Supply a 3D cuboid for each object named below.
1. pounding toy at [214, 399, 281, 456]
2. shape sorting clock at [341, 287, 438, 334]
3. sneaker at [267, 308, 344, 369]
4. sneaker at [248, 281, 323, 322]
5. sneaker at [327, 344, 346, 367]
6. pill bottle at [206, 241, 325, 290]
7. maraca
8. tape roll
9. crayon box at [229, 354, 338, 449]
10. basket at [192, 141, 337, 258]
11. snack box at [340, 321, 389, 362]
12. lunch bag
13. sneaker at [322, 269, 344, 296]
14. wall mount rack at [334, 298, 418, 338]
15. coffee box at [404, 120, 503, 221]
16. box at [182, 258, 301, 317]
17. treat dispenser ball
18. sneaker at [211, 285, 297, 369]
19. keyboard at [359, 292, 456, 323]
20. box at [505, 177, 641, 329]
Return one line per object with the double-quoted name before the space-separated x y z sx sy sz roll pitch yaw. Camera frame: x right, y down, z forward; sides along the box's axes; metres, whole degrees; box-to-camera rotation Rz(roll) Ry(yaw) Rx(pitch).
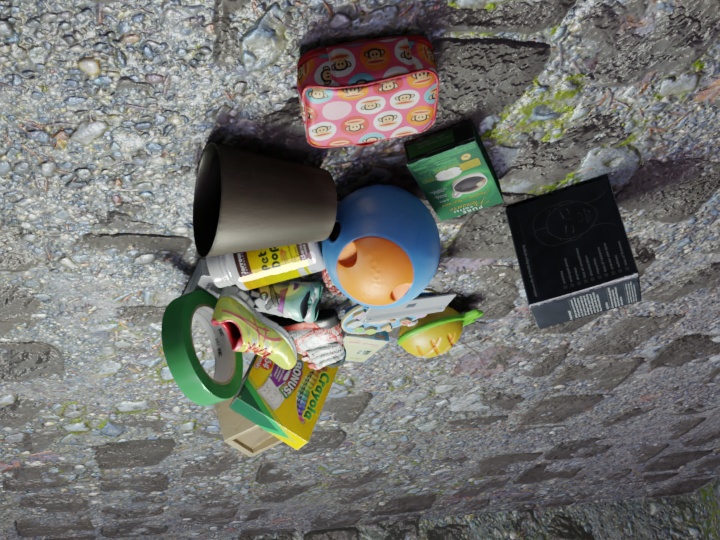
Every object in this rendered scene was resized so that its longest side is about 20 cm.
"pounding toy" -0.271 0.340 2.222 0.197 0.144 0.184 -25 150 7
"shape sorting clock" 0.058 0.081 1.771 0.195 0.040 0.201 -13 155 -6
"sneaker" -0.127 0.144 1.802 0.197 0.067 0.110 -9 111 15
"sneaker" -0.148 0.043 1.689 0.137 0.080 0.200 13 177 9
"sneaker" -0.119 0.133 1.882 0.196 0.075 0.082 17 161 1
"pill bottle" -0.160 -0.032 1.583 0.196 0.111 0.110 -15 151 9
"maraca" 0.169 0.122 1.968 0.196 0.109 0.137 -15 168 -21
"tape roll" -0.284 0.140 1.674 0.047 0.204 0.200 -19 150 19
"crayon box" -0.154 0.238 1.914 0.171 0.202 0.058 32 140 -10
"basket" -0.146 -0.106 1.435 0.196 0.137 0.183 -1 124 -27
"snack box" -0.048 0.154 2.026 0.196 0.038 0.116 10 147 -31
"lunch bag" 0.012 -0.238 1.295 0.195 0.084 0.177 -8 152 -4
"sneaker" 0.000 0.000 1.711 0.077 0.084 0.198 -31 154 34
"wall mount rack" 0.028 0.072 1.865 0.169 0.076 0.201 -9 150 2
"coffee box" 0.156 -0.159 1.521 0.121 0.045 0.200 -18 150 16
"box" -0.230 0.040 1.766 0.196 0.042 0.156 6 147 -24
"treat dispenser ball" 0.034 -0.040 1.532 0.196 0.205 0.202 -7 152 -4
"sneaker" -0.201 0.125 1.707 0.200 0.091 0.078 43 141 -17
"keyboard" 0.090 0.068 1.719 0.196 0.011 0.057 -7 144 -33
"box" 0.380 -0.029 1.656 0.192 0.204 0.124 -16 152 13
